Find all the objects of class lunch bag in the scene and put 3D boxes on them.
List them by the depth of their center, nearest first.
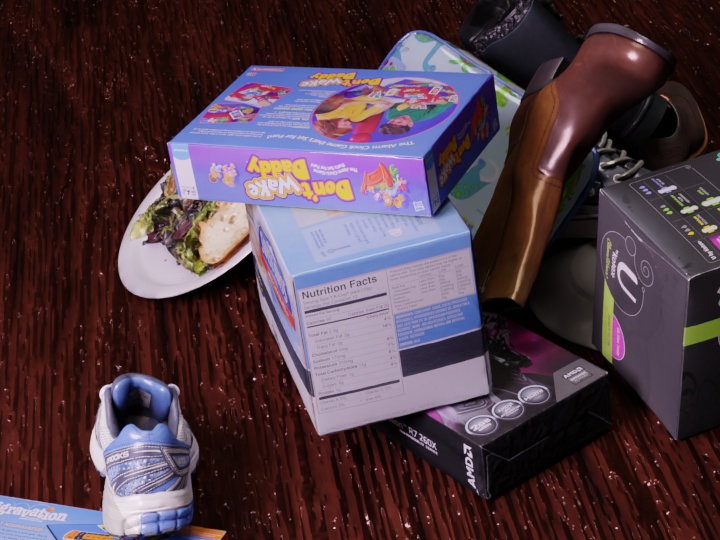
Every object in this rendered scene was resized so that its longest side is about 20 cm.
[{"bbox_3d":[0.078,-0.085,1.582,0.199,0.162,0.082,37,6,29],"label":"lunch bag"}]

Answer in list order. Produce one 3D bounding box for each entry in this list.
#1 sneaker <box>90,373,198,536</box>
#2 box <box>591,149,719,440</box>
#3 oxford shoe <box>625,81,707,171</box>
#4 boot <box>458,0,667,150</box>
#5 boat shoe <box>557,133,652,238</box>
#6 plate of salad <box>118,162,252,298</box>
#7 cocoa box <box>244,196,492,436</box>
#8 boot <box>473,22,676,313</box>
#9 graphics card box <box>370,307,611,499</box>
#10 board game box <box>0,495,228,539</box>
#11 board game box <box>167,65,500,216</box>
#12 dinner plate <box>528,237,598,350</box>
[{"bbox_3d":[-0.148,0.107,1.361,0.076,0.086,0.200,-5,17,-11],"label":"sneaker"},{"bbox_3d":[0.281,0.003,1.408,0.198,0.150,0.124,-18,40,-18],"label":"box"},{"bbox_3d":[0.269,-0.129,1.733,0.070,0.073,0.201,0,30,13],"label":"oxford shoe"},{"bbox_3d":[0.156,-0.173,1.684,0.077,0.168,0.200,-55,16,-7],"label":"boot"},{"bbox_3d":[0.199,-0.079,1.597,0.198,0.094,0.075,-4,12,28],"label":"boat shoe"},{"bbox_3d":[-0.131,-0.061,1.656,0.199,0.048,0.201,-27,36,22],"label":"plate of salad"},{"bbox_3d":[0.000,0.000,1.403,0.132,0.132,0.200,-14,29,-8],"label":"cocoa box"},{"bbox_3d":[0.137,-0.070,1.405,0.188,0.068,0.201,-9,53,62],"label":"boot"},{"bbox_3d":[0.071,0.082,1.427,0.125,0.051,0.199,-25,35,-28],"label":"graphics card box"},{"bbox_3d":[-0.198,0.197,1.314,0.198,0.020,0.103,6,32,22],"label":"board game box"},{"bbox_3d":[-0.018,-0.095,1.393,0.198,0.045,0.135,5,32,26],"label":"board game box"},{"bbox_3d":[0.231,0.005,1.557,0.198,0.024,0.201,-4,29,2],"label":"dinner plate"}]
